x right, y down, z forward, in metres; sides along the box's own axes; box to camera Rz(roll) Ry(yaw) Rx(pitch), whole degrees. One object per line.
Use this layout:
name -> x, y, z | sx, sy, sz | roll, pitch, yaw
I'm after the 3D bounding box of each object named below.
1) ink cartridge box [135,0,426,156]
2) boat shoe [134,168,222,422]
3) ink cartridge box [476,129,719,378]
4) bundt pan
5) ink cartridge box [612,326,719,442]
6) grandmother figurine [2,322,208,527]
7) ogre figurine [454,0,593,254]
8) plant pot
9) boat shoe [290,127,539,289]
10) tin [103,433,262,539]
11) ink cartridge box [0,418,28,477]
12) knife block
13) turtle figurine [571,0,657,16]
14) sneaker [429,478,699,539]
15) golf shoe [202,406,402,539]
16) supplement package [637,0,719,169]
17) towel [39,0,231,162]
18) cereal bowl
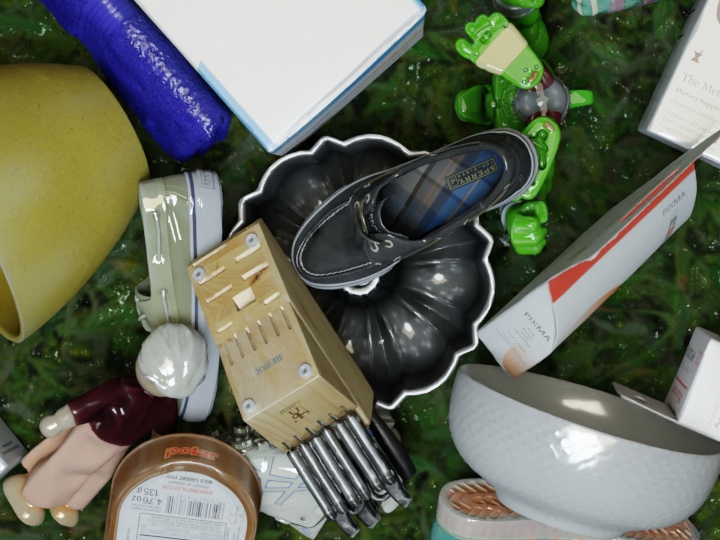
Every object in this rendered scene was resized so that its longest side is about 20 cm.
ink cartridge box -> -0.052, -0.181, 1.576 | 0.146, 0.200, 0.147 | -42, 90, 2
boat shoe -> -0.135, 0.018, 1.640 | 0.061, 0.072, 0.202 | -1, 114, -8
ink cartridge box -> 0.181, -0.013, 1.549 | 0.162, 0.200, 0.050 | -41, 92, -25
bundt pan -> 0.000, 0.000, 1.647 | 0.200, 0.076, 0.204 | 0, 93, 3
ink cartridge box -> 0.288, 0.096, 1.615 | 0.199, 0.115, 0.068 | 23, 93, 2
grandmother figurine -> -0.181, 0.110, 1.625 | 0.200, 0.121, 0.061 | -45, 66, 28
ogre figurine -> 0.117, -0.118, 1.612 | 0.097, 0.120, 0.201 | -22, 90, 9
plant pot -> -0.237, -0.069, 1.618 | 0.141, 0.200, 0.201 | -30, 91, -19
boat shoe -> 0.030, -0.040, 1.551 | 0.199, 0.066, 0.070 | -22, 89, 22
tin -> -0.135, 0.209, 1.644 | 0.111, 0.042, 0.201 | 10, 122, -3
ink cartridge box -> -0.370, 0.110, 1.673 | 0.146, 0.084, 0.200 | -40, 90, 4
knife block -> -0.033, 0.084, 1.591 | 0.064, 0.176, 0.201 | -30, 56, 10
turtle figurine -> 0.205, -0.236, 1.559 | 0.100, 0.200, 0.151 | 28, 94, 2
sneaker -> 0.149, 0.205, 1.660 | 0.198, 0.072, 0.080 | 7, 121, -5
golf shoe -> -0.064, 0.160, 1.665 | 0.198, 0.078, 0.098 | -12, 102, 7
supplement package -> 0.291, -0.169, 1.602 | 0.113, 0.110, 0.201 | 24, 94, 2
towel -> -0.174, -0.163, 1.613 | 0.049, 0.148, 0.200 | -41, 91, -4
cereal bowl -> 0.152, 0.135, 1.586 | 0.199, 0.200, 0.084 | 17, 98, 2
